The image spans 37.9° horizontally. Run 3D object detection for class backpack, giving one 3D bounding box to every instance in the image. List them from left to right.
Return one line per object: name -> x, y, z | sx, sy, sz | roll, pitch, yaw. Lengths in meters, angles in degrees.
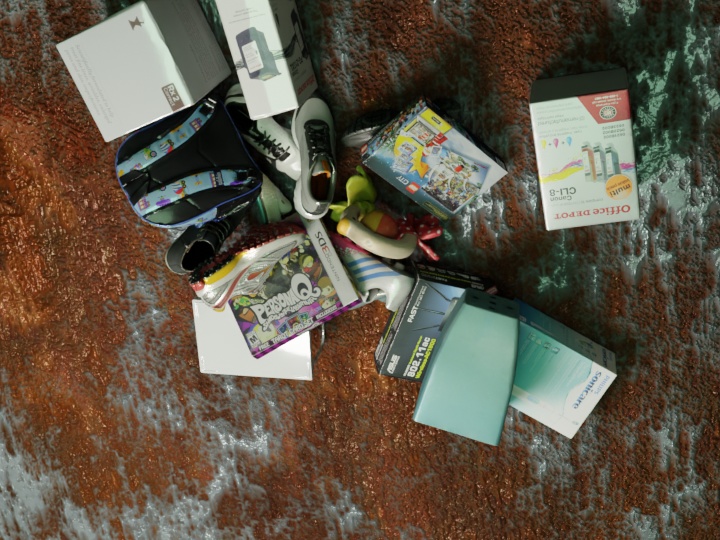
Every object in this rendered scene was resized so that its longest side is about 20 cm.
backpack -> -0.272, -0.149, 1.628 | 0.199, 0.135, 0.183 | -28, 83, -14

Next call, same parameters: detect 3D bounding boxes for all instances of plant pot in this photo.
plant pot -> 0.182, 0.141, 1.659 | 0.140, 0.141, 0.202 | 17, 107, 4

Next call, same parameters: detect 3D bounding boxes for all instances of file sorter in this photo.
file sorter -> -0.170, 0.093, 1.806 | 0.198, 0.125, 0.140 | 3, 114, 11

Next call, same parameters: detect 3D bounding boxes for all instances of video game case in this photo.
video game case -> -0.123, 0.017, 1.699 | 0.199, 0.036, 0.182 | -28, 73, 5

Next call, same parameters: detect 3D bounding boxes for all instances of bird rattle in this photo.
bird rattle -> 0.036, -0.062, 1.682 | 0.199, 0.163, 0.113 | 36, 118, 0

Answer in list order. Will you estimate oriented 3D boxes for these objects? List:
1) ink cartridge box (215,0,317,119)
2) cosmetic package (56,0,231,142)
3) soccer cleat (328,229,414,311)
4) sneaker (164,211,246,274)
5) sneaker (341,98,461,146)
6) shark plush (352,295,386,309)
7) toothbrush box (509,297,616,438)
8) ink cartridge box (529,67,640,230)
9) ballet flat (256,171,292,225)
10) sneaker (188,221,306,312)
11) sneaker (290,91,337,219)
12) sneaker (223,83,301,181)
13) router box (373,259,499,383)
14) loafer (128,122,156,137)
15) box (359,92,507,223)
ink cartridge box -> -0.141, -0.350, 1.600 | 0.084, 0.145, 0.202 | -10, 111, 15
cosmetic package -> -0.328, -0.325, 1.620 | 0.164, 0.200, 0.166 | -20, 107, 19
soccer cleat -> 0.000, 0.000, 1.713 | 0.199, 0.070, 0.087 | 29, 97, 38
sneaker -> -0.233, -0.071, 1.718 | 0.075, 0.106, 0.201 | 40, 78, -21
sneaker -> 0.067, -0.210, 1.661 | 0.198, 0.076, 0.091 | -6, 120, 17
shark plush -> 0.038, 0.024, 1.787 | 0.198, 0.091, 0.084 | -17, 134, 3
toothbrush box -> 0.307, 0.164, 1.759 | 0.199, 0.085, 0.147 | 28, 115, 0
ink cartridge box -> 0.338, -0.182, 1.574 | 0.144, 0.145, 0.202 | -7, 112, 14
ballet flat -> -0.137, -0.086, 1.768 | 0.062, 0.067, 0.201 | -17, 115, -9
sneaker -> -0.173, -0.009, 1.666 | 0.199, 0.078, 0.083 | -32, 118, -9
sneaker -> -0.065, -0.185, 1.661 | 0.073, 0.079, 0.202 | 0, 84, -20
sneaker -> -0.150, -0.212, 1.699 | 0.200, 0.080, 0.074 | 43, 112, -10
router box -> 0.125, 0.094, 1.752 | 0.149, 0.062, 0.201 | 12, 117, -17
loafer -> -0.289, -0.192, 1.749 | 0.199, 0.069, 0.071 | 16, 146, -1
box -> 0.115, -0.171, 1.632 | 0.136, 0.038, 0.199 | -38, 129, 25
